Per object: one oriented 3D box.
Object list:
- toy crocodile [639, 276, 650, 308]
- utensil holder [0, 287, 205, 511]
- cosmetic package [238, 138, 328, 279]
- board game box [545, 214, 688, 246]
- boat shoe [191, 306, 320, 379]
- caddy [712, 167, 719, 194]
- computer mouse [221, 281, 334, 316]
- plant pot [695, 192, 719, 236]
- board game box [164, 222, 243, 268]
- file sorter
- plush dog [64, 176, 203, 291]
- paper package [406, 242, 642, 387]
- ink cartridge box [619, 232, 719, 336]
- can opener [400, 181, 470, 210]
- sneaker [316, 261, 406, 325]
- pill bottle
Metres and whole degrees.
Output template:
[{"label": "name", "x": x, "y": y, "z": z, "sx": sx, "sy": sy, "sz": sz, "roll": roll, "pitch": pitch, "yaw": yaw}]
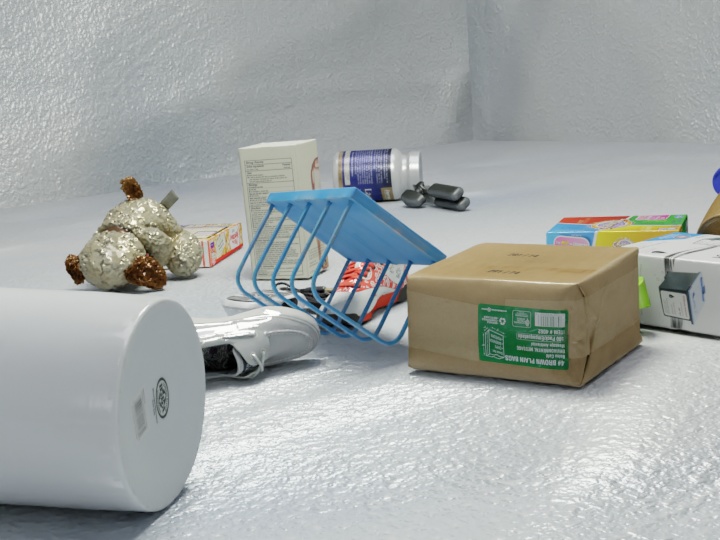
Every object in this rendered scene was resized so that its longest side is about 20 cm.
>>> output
[{"label": "toy crocodile", "x": 0.231, "y": 0.032, "z": 1.294, "sx": 0.197, "sy": 0.069, "sz": 0.062, "roll": 2, "pitch": 12, "yaw": 29}, {"label": "utensil holder", "x": -0.238, "y": 0.097, "z": 0.877, "sx": 0.196, "sy": 0.173, "sz": 0.170, "roll": 1, "pitch": 11, "yaw": 15}, {"label": "cosmetic package", "x": -0.116, "y": -0.094, "z": 1.755, "sx": 0.101, "sy": 0.204, "sz": 0.087, "roll": 0, "pitch": 12, "yaw": 22}, {"label": "board game box", "x": 0.395, "y": -0.052, "z": 1.756, "sx": 0.196, "sy": 0.041, "sz": 0.153, "roll": -1, "pitch": 11, "yaw": 21}, {"label": "boat shoe", "x": -0.132, "y": 0.083, "z": 1.200, "sx": 0.196, "sy": 0.073, "sz": 0.069, "roll": 3, "pitch": 35, "yaw": -24}, {"label": "caddy", "x": 0.598, "y": -0.098, "z": 1.638, "sx": 0.103, "sy": 0.144, "sz": 0.199, "roll": -12, "pitch": 13, "yaw": -23}, {"label": "computer mouse", "x": -0.108, "y": 0.048, "z": 1.436, "sx": 0.108, "sy": 0.045, "sz": 0.199, "roll": 6, "pitch": 8, "yaw": 26}, {"label": "plant pot", "x": 0.502, "y": -0.056, "z": 1.399, "sx": 0.198, "sy": 0.190, "sz": 0.185, "roll": -23, "pitch": 19, "yaw": -35}, {"label": "board game box", "x": -0.303, "y": -0.044, "z": 2.001, "sx": 0.148, "sy": 0.047, "sz": 0.200, "roll": -2, "pitch": 11, "yaw": 11}, {"label": "file sorter", "x": -0.032, "y": -0.002, "z": 1.273, "sx": 0.138, "sy": 0.124, "sz": 0.199, "roll": 35, "pitch": -15, "yaw": -27}, {"label": "plush dog", "x": -0.364, "y": -0.036, "z": 1.775, "sx": 0.196, "sy": 0.163, "sz": 0.173, "roll": -1, "pitch": 34, "yaw": 18}, {"label": "paper package", "x": 0.170, "y": 0.040, "z": 1.183, "sx": 0.197, "sy": 0.106, "sz": 0.190, "roll": 3, "pitch": 14, "yaw": 33}, {"label": "ink cartridge box", "x": 0.395, "y": 0.014, "z": 1.277, "sx": 0.145, "sy": 0.088, "sz": 0.198, "roll": -13, "pitch": 12, "yaw": -38}, {"label": "can opener", "x": 0.158, "y": -0.149, "z": 2.397, "sx": 0.067, "sy": 0.053, "sz": 0.199, "roll": -46, "pitch": 24, "yaw": -17}, {"label": "sneaker", "x": -0.001, "y": 0.000, "z": 1.455, "sx": 0.066, "sy": 0.110, "sz": 0.201, "roll": 2, "pitch": 12, "yaw": 29}, {"label": "pill bottle", "x": 0.041, "y": -0.216, "z": 2.589, "sx": 0.196, "sy": 0.118, "sz": 0.116, "roll": -3, "pitch": 10, "yaw": 10}]
